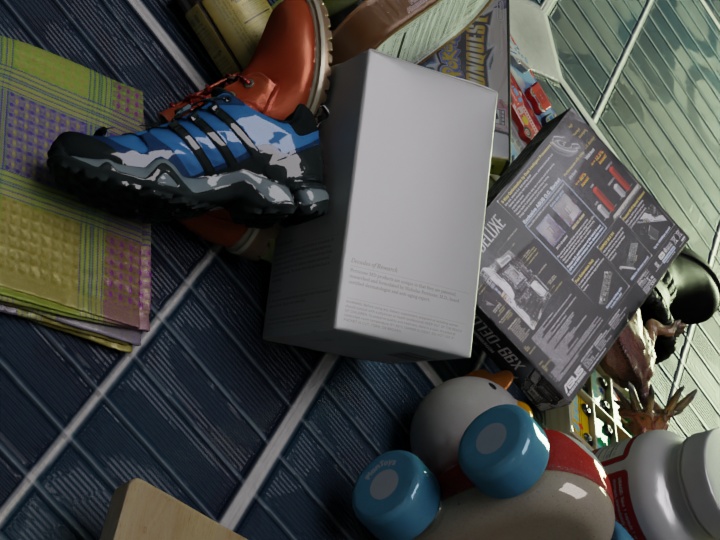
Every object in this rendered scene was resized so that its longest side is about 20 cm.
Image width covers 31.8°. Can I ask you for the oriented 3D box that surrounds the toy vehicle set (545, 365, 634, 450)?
[{"bbox_3d":[0.220,0.117,1.191,0.124,0.026,0.201,42,32,-26],"label":"toy vehicle set"}]

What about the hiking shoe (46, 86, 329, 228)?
[{"bbox_3d":[-0.115,-0.080,0.853,0.197,0.074,0.088,6,77,-31],"label":"hiking shoe"}]

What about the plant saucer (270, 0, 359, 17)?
[{"bbox_3d":[0.011,-0.254,1.048,0.031,0.198,0.200,58,39,-15],"label":"plant saucer"}]

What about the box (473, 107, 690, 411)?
[{"bbox_3d":[0.164,-0.011,1.057,0.158,0.050,0.200,45,66,-8],"label":"box"}]

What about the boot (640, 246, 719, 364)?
[{"bbox_3d":[0.307,0.035,1.296,0.209,0.080,0.159,27,30,-25],"label":"boot"}]

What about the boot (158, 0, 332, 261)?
[{"bbox_3d":[-0.089,-0.120,0.924,0.106,0.075,0.203,22,81,-26],"label":"boot"}]

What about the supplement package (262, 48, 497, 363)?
[{"bbox_3d":[0.015,-0.041,0.942,0.118,0.121,0.203,12,79,-28],"label":"supplement package"}]

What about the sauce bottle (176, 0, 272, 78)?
[{"bbox_3d":[-0.072,-0.151,1.012,0.202,0.064,0.065,59,39,-9],"label":"sauce bottle"}]

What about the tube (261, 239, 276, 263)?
[{"bbox_3d":[0.000,0.000,1.025,0.199,0.052,0.058,33,17,-28],"label":"tube"}]

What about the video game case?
[{"bbox_3d":[0.047,-0.188,1.130,0.178,0.026,0.202,11,57,-11],"label":"video game case"}]

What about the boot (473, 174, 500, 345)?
[{"bbox_3d":[0.091,-0.036,1.129,0.200,0.072,0.156,46,44,-22],"label":"boot"}]

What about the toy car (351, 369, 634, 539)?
[{"bbox_3d":[0.102,0.141,0.977,0.185,0.175,0.202,48,28,-34],"label":"toy car"}]

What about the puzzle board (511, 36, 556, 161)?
[{"bbox_3d":[0.163,-0.163,1.322,0.202,0.017,0.150,59,38,-6],"label":"puzzle board"}]

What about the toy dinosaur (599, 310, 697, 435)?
[{"bbox_3d":[0.236,0.070,1.136,0.200,0.085,0.136,49,25,-23],"label":"toy dinosaur"}]

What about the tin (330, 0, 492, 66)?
[{"bbox_3d":[0.045,-0.208,1.046,0.199,0.112,0.042,-38,74,-19],"label":"tin"}]

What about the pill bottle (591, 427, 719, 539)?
[{"bbox_3d":[0.221,0.198,1.040,0.111,0.199,0.114,25,52,-37],"label":"pill bottle"}]

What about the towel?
[{"bbox_3d":[-0.202,-0.053,0.841,0.143,0.023,0.203,19,55,-41],"label":"towel"}]

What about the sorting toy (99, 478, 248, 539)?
[{"bbox_3d":[-0.101,0.261,0.743,0.198,0.069,0.202,37,46,-30],"label":"sorting toy"}]
